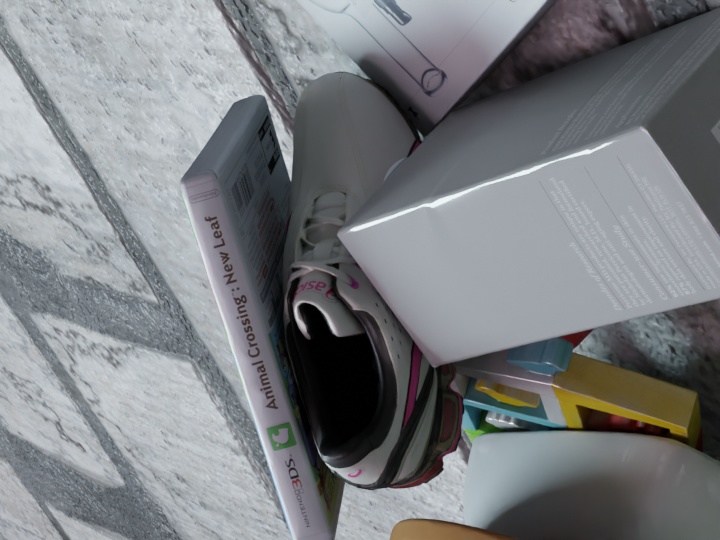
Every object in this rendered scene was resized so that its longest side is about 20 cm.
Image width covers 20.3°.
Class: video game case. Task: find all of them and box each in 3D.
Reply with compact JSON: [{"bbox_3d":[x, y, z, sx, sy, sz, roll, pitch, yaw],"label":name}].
[{"bbox_3d":[-0.041,0.018,0.992,0.200,0.022,0.183,-78,-28,-75],"label":"video game case"}]

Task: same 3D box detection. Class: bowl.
[{"bbox_3d":[0.158,0.159,1.037,0.199,0.075,0.199,32,161,-25],"label":"bowl"}]

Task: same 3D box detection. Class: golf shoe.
[{"bbox_3d":[0.000,0.000,0.928,0.092,0.072,0.201,16,-118,-65],"label":"golf shoe"}]

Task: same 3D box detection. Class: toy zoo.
[{"bbox_3d":[0.107,0.073,1.011,0.130,0.021,0.200,14,164,15],"label":"toy zoo"}]

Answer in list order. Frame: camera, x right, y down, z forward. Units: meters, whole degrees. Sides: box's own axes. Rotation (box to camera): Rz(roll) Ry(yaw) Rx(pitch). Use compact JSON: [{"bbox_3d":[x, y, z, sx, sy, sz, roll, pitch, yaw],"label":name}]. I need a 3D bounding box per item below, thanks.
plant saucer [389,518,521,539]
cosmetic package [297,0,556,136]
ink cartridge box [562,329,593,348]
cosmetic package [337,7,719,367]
[{"bbox_3d":[0.101,0.182,0.995,0.199,0.038,0.200,23,163,8],"label":"plant saucer"},{"bbox_3d":[0.023,-0.160,0.890,0.151,0.052,0.200,45,156,0],"label":"cosmetic package"},{"bbox_3d":[0.057,-0.007,1.042,0.116,0.067,0.200,52,155,-10],"label":"ink cartridge box"},{"bbox_3d":[0.095,-0.034,0.849,0.090,0.107,0.200,52,146,-13],"label":"cosmetic package"}]
